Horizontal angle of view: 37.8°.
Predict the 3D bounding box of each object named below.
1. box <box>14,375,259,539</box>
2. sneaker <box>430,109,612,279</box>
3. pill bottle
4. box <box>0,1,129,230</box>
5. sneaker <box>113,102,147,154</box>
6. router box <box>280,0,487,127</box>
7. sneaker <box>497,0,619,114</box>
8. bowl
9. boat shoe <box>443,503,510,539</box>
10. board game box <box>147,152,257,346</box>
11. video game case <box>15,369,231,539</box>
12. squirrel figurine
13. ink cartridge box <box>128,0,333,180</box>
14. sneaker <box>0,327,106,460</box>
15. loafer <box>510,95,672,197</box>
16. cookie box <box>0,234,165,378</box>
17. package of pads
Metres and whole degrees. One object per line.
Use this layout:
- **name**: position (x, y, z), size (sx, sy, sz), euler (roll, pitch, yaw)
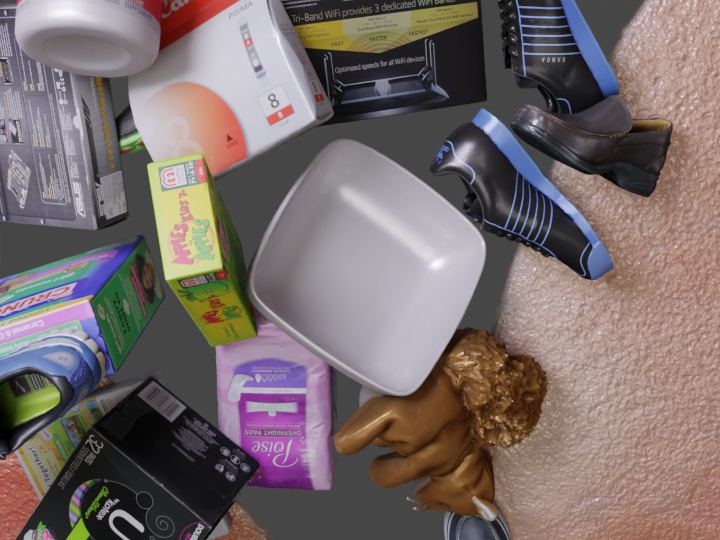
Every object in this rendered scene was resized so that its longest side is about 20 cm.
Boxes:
- **box**: position (-0.224, 0.237, 1.032), size (0.148, 0.124, 0.200), euler (38, 114, 3)
- **sneaker**: position (0.150, -0.054, 0.988), size (0.078, 0.070, 0.200), euler (-42, 101, 4)
- **pill bottle**: position (-0.212, -0.268, 0.844), size (0.111, 0.112, 0.202), euler (1, 78, 1)
- **box**: position (-0.299, -0.142, 0.963), size (0.157, 0.048, 0.201), euler (6, 110, 30)
- **sneaker**: position (-0.173, -0.187, 0.974), size (0.084, 0.077, 0.200), euler (44, 99, 3)
- **router box**: position (0.008, -0.217, 0.934), size (0.199, 0.052, 0.158), euler (-10, 109, -12)
- **sneaker**: position (0.155, -0.219, 0.946), size (0.078, 0.070, 0.201), euler (-34, 105, 5)
- **bowl**: position (0.000, 0.000, 0.988), size (0.199, 0.075, 0.201), euler (35, 67, -11)
- **boat shoe**: position (0.137, 0.341, 1.121), size (0.070, 0.091, 0.202), euler (-12, 107, 6)
- **board game box**: position (-0.134, -0.011, 0.918), size (0.047, 0.200, 0.102), euler (-12, 71, -1)
- **video game case**: position (-0.258, 0.222, 1.131), size (0.181, 0.023, 0.201), euler (-19, 108, 8)
- **squirrel figurine**: position (0.098, 0.157, 1.041), size (0.199, 0.142, 0.187), euler (-30, 111, 14)
- **ink cartridge box**: position (-0.134, -0.184, 0.885), size (0.161, 0.050, 0.201), euler (-24, 99, 26)
- **sneaker**: position (-0.308, 0.111, 0.848), size (0.199, 0.089, 0.079), euler (-25, 104, 10)
- **loafer**: position (0.209, -0.124, 0.938), size (0.199, 0.073, 0.073), euler (10, 112, -46)
- **cookie box**: position (-0.288, 0.049, 0.980), size (0.170, 0.200, 0.076), euler (-17, 107, 7)
- **package of pads**: position (-0.085, 0.120, 1.063), size (0.120, 0.076, 0.202), euler (2, 108, 5)
